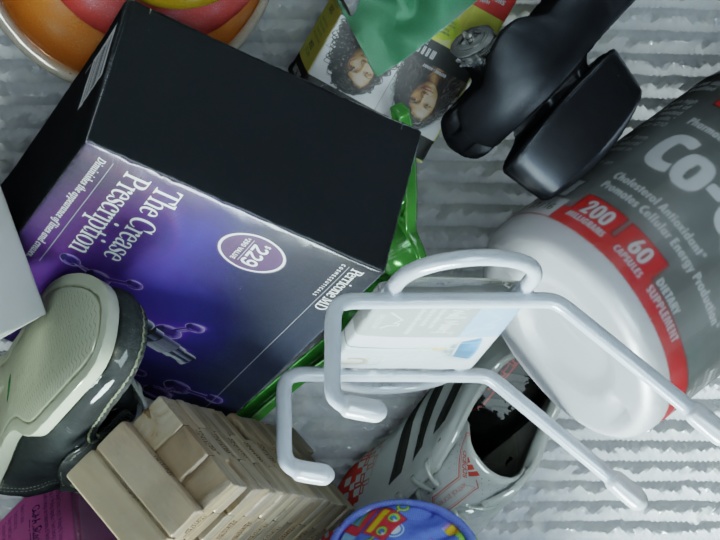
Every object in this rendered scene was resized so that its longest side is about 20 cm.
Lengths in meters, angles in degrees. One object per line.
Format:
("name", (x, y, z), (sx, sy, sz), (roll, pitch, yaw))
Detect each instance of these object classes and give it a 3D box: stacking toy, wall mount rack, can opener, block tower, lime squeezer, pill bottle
("stacking toy", (-0.078, -0.156, 1.126), (0.145, 0.200, 0.147), (1, 87, -20))
("wall mount rack", (0.057, 0.054, 1.159), (0.172, 0.200, 0.075), (2, 72, -12))
("can opener", (0.105, -0.120, 1.215), (0.079, 0.063, 0.200), (45, 62, -19))
("block tower", (-0.062, 0.102, 1.228), (0.054, 0.200, 0.058), (-43, 74, 8))
("lime squeezer", (0.000, 0.000, 1.271), (0.070, 0.038, 0.201), (10, 125, -29))
("pill bottle", (0.163, -0.023, 1.227), (0.200, 0.114, 0.114), (-36, 112, -24))

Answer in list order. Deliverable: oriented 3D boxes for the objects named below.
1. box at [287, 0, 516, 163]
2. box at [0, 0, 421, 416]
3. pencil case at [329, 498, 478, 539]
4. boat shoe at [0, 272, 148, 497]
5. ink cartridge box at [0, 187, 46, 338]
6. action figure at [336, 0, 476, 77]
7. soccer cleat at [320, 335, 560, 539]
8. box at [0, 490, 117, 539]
("box", (0.046, -0.156, 1.234), (0.075, 0.050, 0.201), (28, 101, -14))
("box", (-0.080, -0.018, 1.186), (0.140, 0.200, 0.079), (21, 61, -15))
("pencil case", (0.036, 0.193, 1.290), (0.086, 0.078, 0.201), (9, 145, 19))
("boat shoe", (-0.123, 0.054, 1.192), (0.067, 0.200, 0.072), (12, 65, -16))
("ink cartridge box", (-0.239, -0.049, 1.158), (0.146, 0.083, 0.201), (-11, 102, 42))
("action figure", (0.069, -0.183, 1.177), (0.199, 0.055, 0.119), (-28, 106, -2))
("soccer cleat", (0.042, 0.100, 1.298), (0.068, 0.085, 0.201), (32, 101, -16))
("box", (-0.095, 0.213, 1.268), (0.097, 0.176, 0.200), (-44, 108, 8))
